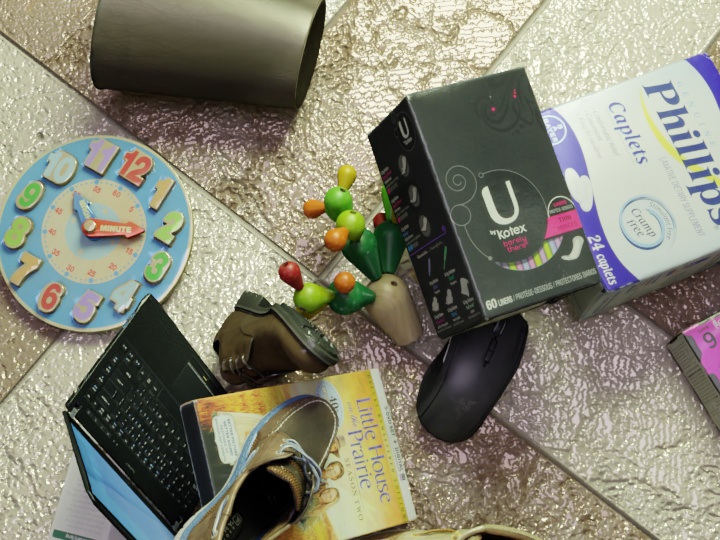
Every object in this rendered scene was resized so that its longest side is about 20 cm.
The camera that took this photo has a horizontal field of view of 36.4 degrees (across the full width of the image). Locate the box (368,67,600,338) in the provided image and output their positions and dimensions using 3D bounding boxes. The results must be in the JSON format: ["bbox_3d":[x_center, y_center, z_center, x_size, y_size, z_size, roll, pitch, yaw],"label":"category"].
[{"bbox_3d":[0.105,-0.058,0.960,0.122,0.106,0.201,-17,83,-22],"label":"box"}]

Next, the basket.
[{"bbox_3d":[-0.143,-0.242,1.088,0.199,0.136,0.181,15,79,2],"label":"basket"}]

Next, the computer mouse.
[{"bbox_3d":[0.097,0.051,1.018,0.140,0.046,0.200,36,77,-8],"label":"computer mouse"}]

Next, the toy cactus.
[{"bbox_3d":[0.000,0.000,1.020,0.102,0.200,0.165,-18,113,30],"label":"toy cactus"}]

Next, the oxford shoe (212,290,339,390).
[{"bbox_3d":[-0.079,0.075,0.971,0.073,0.200,0.085,43,76,-18],"label":"oxford shoe"}]

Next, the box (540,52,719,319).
[{"bbox_3d":[0.266,-0.080,1.031,0.199,0.105,0.185,-21,75,-9],"label":"box"}]

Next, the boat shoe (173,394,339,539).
[{"bbox_3d":[-0.066,0.173,0.873,0.072,0.072,0.200,47,50,-13],"label":"boat shoe"}]

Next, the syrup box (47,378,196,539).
[{"bbox_3d":[-0.212,0.198,0.977,0.081,0.079,0.201,2,72,37],"label":"syrup box"}]

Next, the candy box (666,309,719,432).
[{"bbox_3d":[0.395,0.116,1.001,0.136,0.061,0.201,-28,76,-6],"label":"candy box"}]

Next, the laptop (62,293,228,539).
[{"bbox_3d":[-0.151,0.151,0.905,0.103,0.178,0.200,1,45,37],"label":"laptop"}]

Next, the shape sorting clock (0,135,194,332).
[{"bbox_3d":[-0.263,-0.039,1.080,0.199,0.039,0.201,-1,74,2],"label":"shape sorting clock"}]

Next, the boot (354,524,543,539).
[{"bbox_3d":[0.064,0.253,0.925,0.199,0.156,0.073,1,74,2],"label":"boot"}]

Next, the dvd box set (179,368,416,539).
[{"bbox_3d":[-0.050,0.171,0.956,0.199,0.029,0.147,-5,75,-38],"label":"dvd box set"}]
